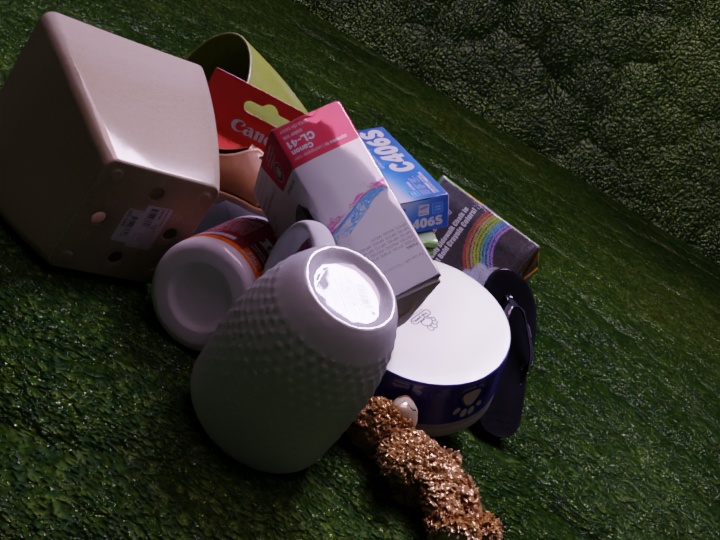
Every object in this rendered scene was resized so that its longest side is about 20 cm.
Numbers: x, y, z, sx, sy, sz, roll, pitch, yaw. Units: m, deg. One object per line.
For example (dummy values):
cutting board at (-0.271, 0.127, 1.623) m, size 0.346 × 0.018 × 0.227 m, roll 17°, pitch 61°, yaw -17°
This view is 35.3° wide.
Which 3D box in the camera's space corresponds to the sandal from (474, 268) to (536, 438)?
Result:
sandal at (0.177, 0.096, 1.337) m, size 0.075 × 0.204 × 0.043 m, roll 10°, pitch -16°, yaw -20°

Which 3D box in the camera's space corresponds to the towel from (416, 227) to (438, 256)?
towel at (0.000, -0.064, 1.332) m, size 0.147 × 0.031 × 0.201 m, roll -6°, pitch 31°, yaw -8°

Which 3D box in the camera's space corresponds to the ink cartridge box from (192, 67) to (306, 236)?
ink cartridge box at (-0.140, -0.104, 1.294) m, size 0.158 × 0.201 × 0.047 m, roll 25°, pitch 20°, yaw -17°

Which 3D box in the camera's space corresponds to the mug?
mug at (-0.052, 0.047, 0.998) m, size 0.146 × 0.176 × 0.202 m, roll 14°, pitch 46°, yaw -27°

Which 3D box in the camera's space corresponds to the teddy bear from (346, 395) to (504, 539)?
teddy bear at (0.064, 0.190, 1.093) m, size 0.144 × 0.067 × 0.201 m, roll 21°, pitch 22°, yaw -37°

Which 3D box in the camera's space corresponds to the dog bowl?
dog bowl at (0.061, 0.078, 1.231) m, size 0.197 × 0.080 × 0.202 m, roll 9°, pitch 41°, yaw -8°

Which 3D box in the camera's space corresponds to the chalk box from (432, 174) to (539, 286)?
chalk box at (0.117, -0.029, 1.459) m, size 0.199 × 0.125 × 0.124 m, roll 38°, pitch -5°, yaw 15°

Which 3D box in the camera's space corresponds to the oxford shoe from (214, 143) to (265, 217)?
oxford shoe at (-0.107, -0.098, 1.251) m, size 0.197 × 0.072 × 0.071 m, roll 16°, pitch 8°, yaw -14°

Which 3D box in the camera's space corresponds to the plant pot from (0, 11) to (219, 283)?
plant pot at (-0.255, -0.103, 1.147) m, size 0.198 × 0.200 × 0.178 m, roll 14°, pitch 34°, yaw -44°

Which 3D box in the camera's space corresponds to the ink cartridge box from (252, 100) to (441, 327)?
ink cartridge box at (-0.019, -0.039, 1.111) m, size 0.085 × 0.148 × 0.202 m, roll -24°, pitch 76°, yaw -21°

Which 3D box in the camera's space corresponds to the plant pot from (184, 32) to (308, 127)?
plant pot at (-0.137, -0.171, 1.459) m, size 0.199 × 0.188 × 0.188 m, roll 32°, pitch 14°, yaw -40°

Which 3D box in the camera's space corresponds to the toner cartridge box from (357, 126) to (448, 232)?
toner cartridge box at (0.021, -0.106, 1.331) m, size 0.094 × 0.044 × 0.200 m, roll -13°, pitch 33°, yaw -17°

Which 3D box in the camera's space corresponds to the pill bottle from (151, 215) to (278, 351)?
pill bottle at (-0.128, 0.005, 1.177) m, size 0.112 × 0.114 × 0.200 m, roll 34°, pitch 19°, yaw 6°
